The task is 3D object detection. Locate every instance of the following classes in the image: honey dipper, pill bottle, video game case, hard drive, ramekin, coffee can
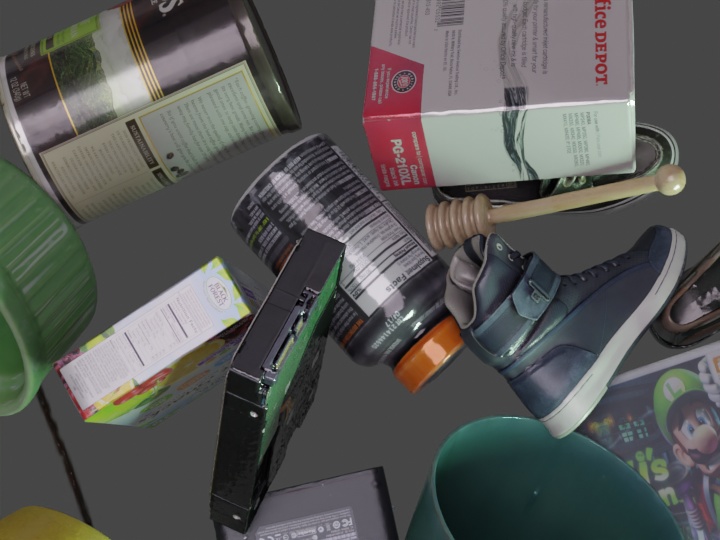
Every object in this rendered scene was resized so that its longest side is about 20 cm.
[{"bbox_3d":[0.144,-0.049,1.167,0.198,0.038,0.039,-10,83,25],"label":"honey dipper"},{"bbox_3d":[0.000,0.000,1.212,0.106,0.106,0.200,-42,82,0],"label":"pill bottle"},{"bbox_3d":[0.227,0.161,1.154,0.199,0.023,0.184,-24,79,45],"label":"video game case"},{"bbox_3d":[-0.063,0.083,1.142,0.037,0.201,0.141,22,52,7],"label":"hard drive"},{"bbox_3d":[-0.028,0.265,1.203,0.138,0.033,0.203,-12,82,-1],"label":"hard drive"},{"bbox_3d":[-0.295,0.003,1.195,0.199,0.201,0.098,37,53,8],"label":"ramekin"},{"bbox_3d":[-0.163,-0.138,1.221,0.198,0.146,0.148,-24,82,3],"label":"coffee can"}]

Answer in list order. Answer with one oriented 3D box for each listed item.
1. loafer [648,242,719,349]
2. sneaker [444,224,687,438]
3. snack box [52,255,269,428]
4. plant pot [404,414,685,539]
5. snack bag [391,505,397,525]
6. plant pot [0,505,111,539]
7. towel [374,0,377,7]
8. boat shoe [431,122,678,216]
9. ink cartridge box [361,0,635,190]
[{"bbox_3d":[0.308,-0.009,1.205,0.199,0.063,0.072,-39,82,0],"label":"loafer"},{"bbox_3d":[0.151,0.003,1.174,0.146,0.077,0.203,42,59,-2],"label":"sneaker"},{"bbox_3d":[-0.133,0.058,1.170,0.141,0.200,0.053,-32,81,1],"label":"snack box"},{"bbox_3d":[0.114,0.234,1.130,0.199,0.201,0.162,29,124,7],"label":"plant pot"},{"bbox_3d":[-0.046,0.292,1.229,0.197,0.021,0.191,-15,82,4],"label":"snack bag"},{"bbox_3d":[-0.247,0.265,1.182,0.198,0.201,0.143,22,60,7],"label":"plant pot"},{"bbox_3d":[0.111,-0.261,1.265,0.197,0.034,0.135,9,86,5],"label":"towel"},{"bbox_3d":[0.153,-0.076,1.226,0.197,0.064,0.072,-11,83,4],"label":"boat shoe"},{"bbox_3d":[0.109,-0.145,1.188,0.197,0.085,0.146,-3,51,12],"label":"ink cartridge box"}]
